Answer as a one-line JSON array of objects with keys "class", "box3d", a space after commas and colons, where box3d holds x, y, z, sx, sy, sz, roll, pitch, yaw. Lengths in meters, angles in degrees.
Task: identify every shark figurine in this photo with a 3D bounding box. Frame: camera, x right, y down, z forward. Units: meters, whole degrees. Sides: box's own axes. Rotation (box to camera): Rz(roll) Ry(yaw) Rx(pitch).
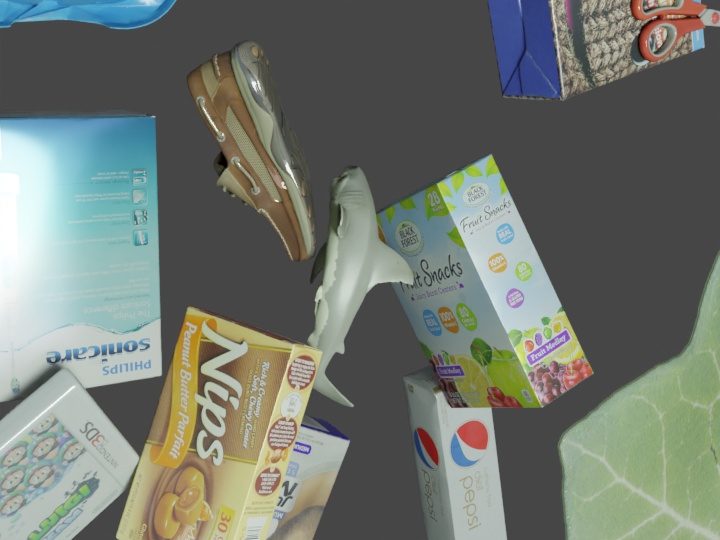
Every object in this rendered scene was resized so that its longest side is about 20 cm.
[{"class": "shark figurine", "box3d": [-0.001, 0.019, 0.828, 0.088, 0.128, 0.219, 10, 93, -9]}]

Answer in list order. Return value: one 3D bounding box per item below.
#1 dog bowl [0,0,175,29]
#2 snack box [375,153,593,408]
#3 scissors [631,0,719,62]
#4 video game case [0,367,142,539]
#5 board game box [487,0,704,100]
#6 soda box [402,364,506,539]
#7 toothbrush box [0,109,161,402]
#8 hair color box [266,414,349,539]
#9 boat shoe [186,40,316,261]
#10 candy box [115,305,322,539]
[{"class": "dog bowl", "box3d": [-0.226, -0.234, 0.690, 0.196, 0.049, 0.114, -8, 105, -31]}, {"class": "snack box", "box3d": [0.096, 0.019, 0.842, 0.067, 0.168, 0.203, -26, 92, -23]}, {"class": "scissors", "box3d": [0.342, -0.257, 0.941, 0.197, 0.014, 0.075, -18, 108, -26]}, {"class": "video game case", "box3d": [-0.265, 0.182, 0.714, 0.199, 0.024, 0.183, -42, 155, -18]}, {"class": "board game box", "box3d": [0.230, -0.273, 0.935, 0.197, 0.096, 0.163, -23, 112, -25]}, {"class": "soda box", "box3d": [0.098, 0.197, 0.976, 0.067, 0.063, 0.204, -18, 109, -27]}, {"class": "toothbrush box", "box3d": [-0.231, -0.016, 0.713, 0.144, 0.085, 0.205, -7, 104, -31]}, {"class": "hair color box", "box3d": [-0.098, 0.226, 0.862, 0.108, 0.064, 0.204, 21, 91, -33]}, {"class": "boat shoe", "box3d": [-0.088, -0.093, 0.803, 0.070, 0.076, 0.203, -14, 122, 7]}, {"class": "candy box", "box3d": [-0.117, 0.144, 0.788, 0.055, 0.114, 0.204, 25, 82, -62]}]
